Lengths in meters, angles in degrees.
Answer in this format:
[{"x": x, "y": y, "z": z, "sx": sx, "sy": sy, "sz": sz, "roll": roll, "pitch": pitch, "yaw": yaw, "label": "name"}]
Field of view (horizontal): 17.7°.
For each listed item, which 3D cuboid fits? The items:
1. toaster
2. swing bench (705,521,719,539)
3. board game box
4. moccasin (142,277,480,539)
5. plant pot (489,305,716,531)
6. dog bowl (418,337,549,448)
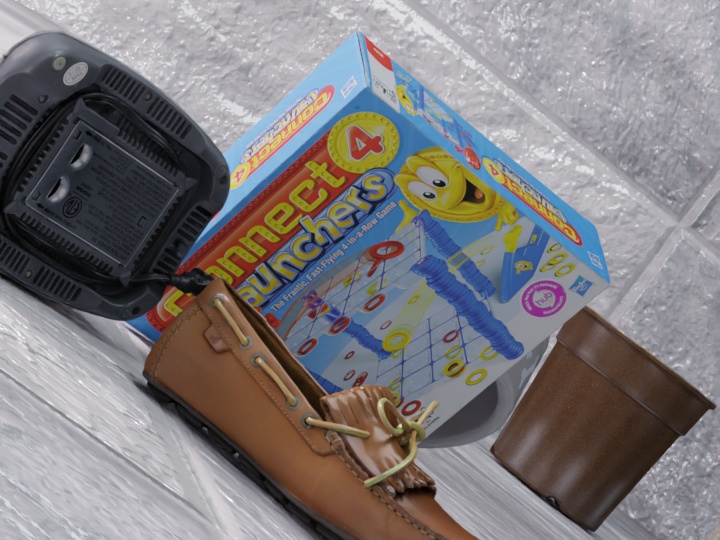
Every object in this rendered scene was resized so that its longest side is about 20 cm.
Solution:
[{"x": -0.156, "y": -0.061, "z": 1.131, "sx": 0.129, "sy": 0.114, "sz": 0.200, "roll": 35, "pitch": 1, "yaw": 40, "label": "toaster"}, {"x": 0.406, "y": 0.292, "z": 2.185, "sx": 0.130, "sy": 0.200, "sz": 0.200, "roll": 38, "pitch": 2, "yaw": 32, "label": "swing bench"}, {"x": 0.000, "y": 0.000, "z": 1.281, "sx": 0.195, "sy": 0.200, "sz": 0.056, "roll": 36, "pitch": 25, "yaw": -29, "label": "board game box"}, {"x": -0.007, "y": 0.077, "z": 1.061, "sx": 0.201, "sy": 0.078, "sz": 0.074, "roll": 38, "pitch": 2, "yaw": 26, "label": "moccasin"}, {"x": 0.260, "y": 0.169, "z": 2.588, "sx": 0.200, "sy": 0.199, "sz": 0.200, "roll": 37, "pitch": 2, "yaw": -1, "label": "plant pot"}, {"x": 0.016, "y": 0.041, "z": 1.431, "sx": 0.198, "sy": 0.059, "sz": 0.201, "roll": 13, "pitch": -31, "yaw": 8, "label": "dog bowl"}]
